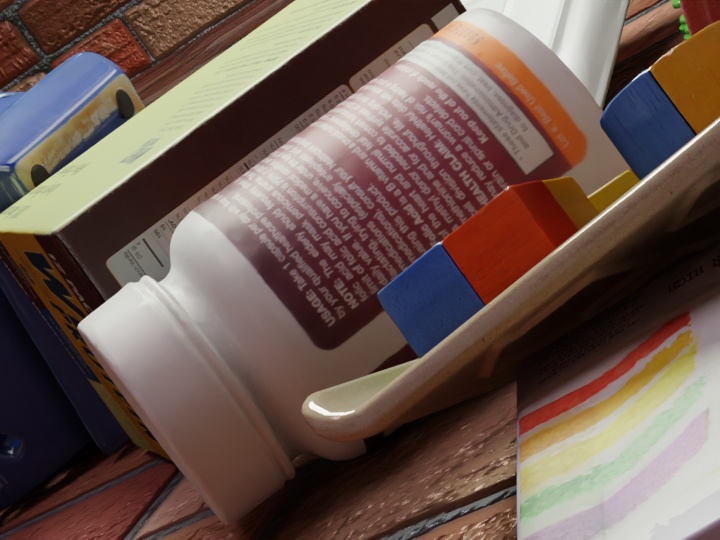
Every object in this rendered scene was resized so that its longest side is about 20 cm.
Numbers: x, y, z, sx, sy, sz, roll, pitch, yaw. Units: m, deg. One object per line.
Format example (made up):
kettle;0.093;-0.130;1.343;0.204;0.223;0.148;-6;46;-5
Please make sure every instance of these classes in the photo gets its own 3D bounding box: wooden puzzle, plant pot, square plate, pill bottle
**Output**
wooden puzzle;0.089;-0.023;0.637;0.200;0.046;0.185;-35;-10;24
plant pot;-0.187;0.006;1.137;0.180;0.200;0.200;-21;17;27
square plate;0.065;-0.121;1.154;0.200;0.028;0.198;-22;39;42
pill bottle;0.000;0.000;0.808;0.200;0.114;0.114;-37;11;-9

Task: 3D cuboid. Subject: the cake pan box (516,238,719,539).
cake pan box;0.131;0.020;0.516;0.200;0.052;0.184;-33;14;14

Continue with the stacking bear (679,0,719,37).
stacking bear;0.222;-0.164;0.873;0.121;0.114;0.200;-23;12;47

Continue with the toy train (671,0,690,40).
toy train;0.178;-0.125;0.998;0.056;0.042;0.200;-22;13;10

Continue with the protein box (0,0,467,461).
protein box;-0.041;-0.022;0.962;0.200;0.135;0.199;-38;12;-14
